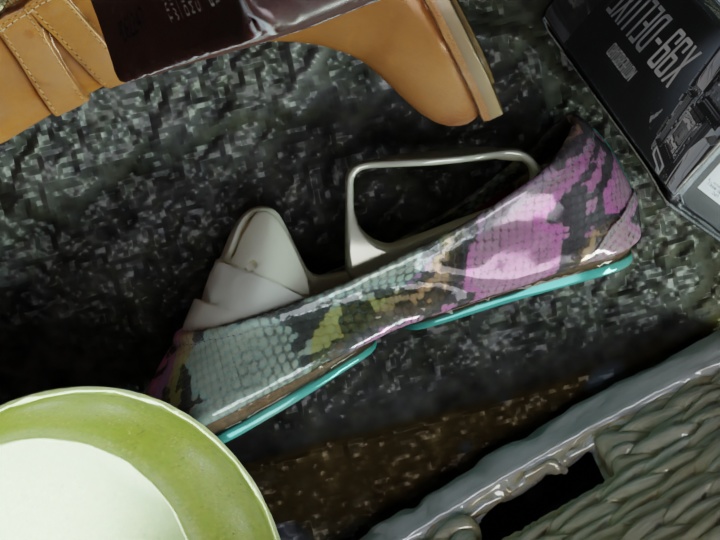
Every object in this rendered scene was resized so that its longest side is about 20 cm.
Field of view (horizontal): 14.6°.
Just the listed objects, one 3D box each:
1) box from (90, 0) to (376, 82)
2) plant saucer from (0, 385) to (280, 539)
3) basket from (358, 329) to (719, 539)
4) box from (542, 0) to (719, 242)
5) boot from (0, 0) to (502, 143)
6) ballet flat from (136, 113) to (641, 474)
[{"bbox_3d":[0.008,-0.166,0.794,0.200,0.164,0.166,-23,96,-16],"label":"box"},{"bbox_3d":[-0.106,0.135,0.921,0.200,0.031,0.200,-8,103,-42],"label":"plant saucer"},{"bbox_3d":[0.116,0.171,1.034,0.198,0.161,0.200,-30,120,2],"label":"basket"},{"bbox_3d":[0.165,-0.021,0.952,0.200,0.158,0.050,34,104,-26],"label":"box"},{"bbox_3d":[-0.062,-0.087,0.919,0.155,0.074,0.200,-40,105,7],"label":"boot"},{"bbox_3d":[0.000,0.000,0.983,0.200,0.069,0.071,-24,100,-5],"label":"ballet flat"}]
